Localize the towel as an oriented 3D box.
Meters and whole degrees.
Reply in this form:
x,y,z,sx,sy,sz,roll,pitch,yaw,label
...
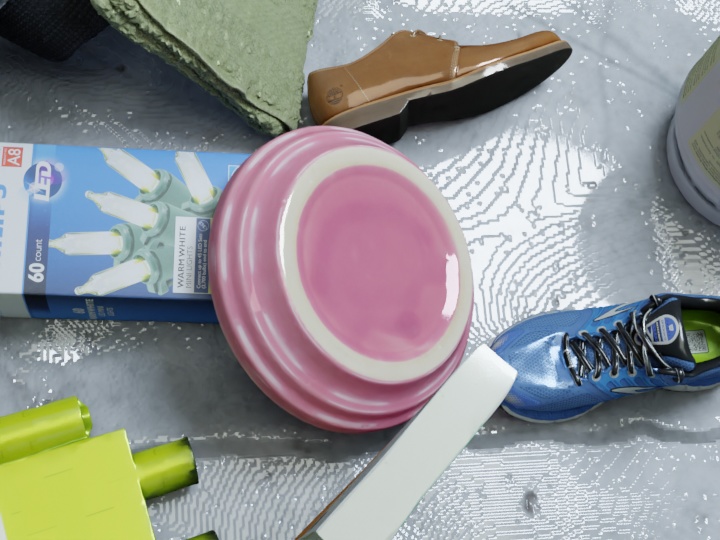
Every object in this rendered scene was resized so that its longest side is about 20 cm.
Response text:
x,y,z,sx,sy,sz,roll,pitch,yaw,label
-0.100,-0.191,0.825,0.036,0.199,0.151,-8,64,37,towel

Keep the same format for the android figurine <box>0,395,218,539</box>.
x,y,z,sx,sy,sz,roll,pitch,yaw,label
-0.187,0.174,0.749,0.197,0.041,0.185,-14,74,-15,android figurine

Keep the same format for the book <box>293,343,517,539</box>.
x,y,z,sx,sy,sz,roll,pitch,yaw,label
0.017,0.123,0.710,0.048,0.200,0.134,40,71,7,book

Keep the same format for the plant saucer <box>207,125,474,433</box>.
x,y,z,sx,sy,sz,roll,pitch,yaw,label
0.000,0.000,0.788,0.198,0.051,0.204,12,69,-33,plant saucer

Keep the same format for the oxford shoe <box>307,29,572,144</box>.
x,y,z,sx,sy,sz,roll,pitch,yaw,label
0.056,-0.145,0.876,0.197,0.071,0.072,-17,73,-12,oxford shoe

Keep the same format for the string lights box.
x,y,z,sx,sy,sz,roll,pitch,yaw,label
-0.147,-0.022,0.809,0.197,0.059,0.104,2,73,-8,string lights box

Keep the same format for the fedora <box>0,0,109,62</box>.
x,y,z,sx,sy,sz,roll,pitch,yaw,label
-0.207,-0.209,0.833,0.091,0.199,0.202,40,66,-32,fedora

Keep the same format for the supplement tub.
x,y,z,sx,sy,sz,roll,pitch,yaw,label
0.301,-0.118,0.834,0.143,0.200,0.147,3,71,-7,supplement tub

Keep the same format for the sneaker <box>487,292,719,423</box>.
x,y,z,sx,sy,sz,roll,pitch,yaw,label
0.176,0.047,0.819,0.197,0.089,0.080,-11,72,-12,sneaker
